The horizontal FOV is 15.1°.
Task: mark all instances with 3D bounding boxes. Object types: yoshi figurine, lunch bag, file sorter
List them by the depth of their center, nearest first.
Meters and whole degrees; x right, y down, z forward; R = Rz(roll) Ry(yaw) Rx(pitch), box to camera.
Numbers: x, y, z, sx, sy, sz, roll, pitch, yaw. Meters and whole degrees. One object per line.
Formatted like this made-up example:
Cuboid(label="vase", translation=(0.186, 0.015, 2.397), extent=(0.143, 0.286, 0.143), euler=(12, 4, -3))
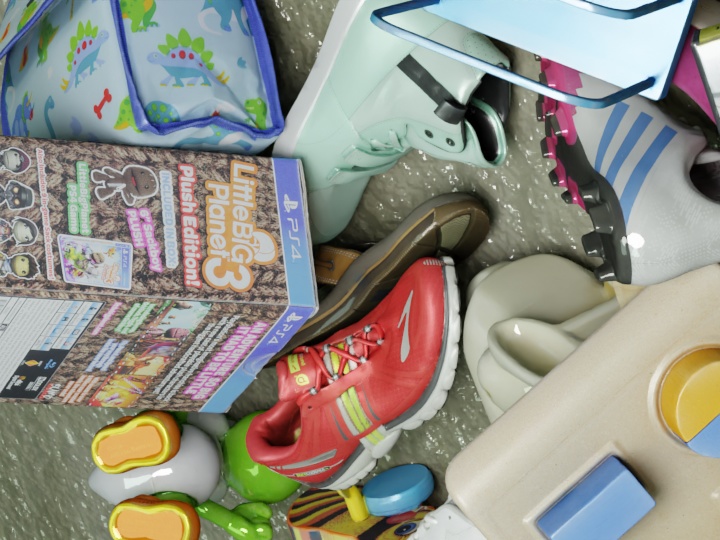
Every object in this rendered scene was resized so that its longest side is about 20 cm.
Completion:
Cuboid(label="file sorter", translation=(0.102, -0.194, 1.330), extent=(0.138, 0.123, 0.201), euler=(23, 109, 17))
Cuboid(label="lunch bag", translation=(-0.146, -0.135, 1.626), extent=(0.170, 0.127, 0.201), euler=(-37, 58, 49))
Cuboid(label="yoshi figurine", translation=(-0.091, 0.121, 1.721), extent=(0.112, 0.200, 0.113), euler=(37, 102, 10))

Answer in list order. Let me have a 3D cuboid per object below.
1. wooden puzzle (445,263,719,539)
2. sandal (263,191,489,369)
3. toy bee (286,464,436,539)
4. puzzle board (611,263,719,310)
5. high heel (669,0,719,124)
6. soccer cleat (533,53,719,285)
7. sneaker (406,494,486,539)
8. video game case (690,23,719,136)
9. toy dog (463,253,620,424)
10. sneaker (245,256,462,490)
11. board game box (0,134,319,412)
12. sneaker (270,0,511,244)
Cuboid(label="wooden puzzle", translation=(0.173, 0.123, 1.410), extent=(0.200, 0.185, 0.046), euler=(49, 180, -12))
Cuboid(label="sandal", translation=(0.000, 0.000, 1.631), extent=(0.200, 0.081, 0.055), euler=(-44, 64, 44))
Cuboid(label="toy bee", translation=(0.016, 0.166, 1.697), extent=(0.200, 0.109, 0.131), euler=(-33, 91, 46))
Cuboid(label="puzzle board", translation=(0.245, 0.039, 1.429), extent=(0.199, 0.017, 0.151), euler=(-13, 112, 14))
Cuboid(label="high heel", translation=(0.171, -0.104, 1.428), extent=(0.096, 0.067, 0.200), euler=(-44, 72, 42))
Cuboid(label="soccer cleat", translation=(0.147, -0.060, 1.437), extent=(0.086, 0.200, 0.070), euler=(-10, 129, -5))
Cuboid(label="sneaker", translation=(0.061, 0.156, 1.508), extent=(0.199, 0.075, 0.087), euler=(-15, 111, 41))
Cuboid(label="video game case", translation=(0.279, -0.050, 1.345), extent=(0.180, 0.026, 0.201), euler=(-16, 107, 17))
Cuboid(label="toy dog", translation=(0.122, 0.104, 1.550), extent=(0.193, 0.139, 0.201), euler=(17, 127, 43))
Cuboid(label="sneaker", translation=(-0.006, 0.064, 1.601), extent=(0.200, 0.085, 0.077), euler=(-54, 33, 39))
Cuboid(label="board game box", translation=(-0.147, 0.005, 1.564), extent=(0.159, 0.199, 0.097), euler=(133, 136, -55))
Cuboid(label="sneaker", translation=(0.020, -0.069, 1.565), extent=(0.118, 0.074, 0.201), euler=(40, 133, 23))
